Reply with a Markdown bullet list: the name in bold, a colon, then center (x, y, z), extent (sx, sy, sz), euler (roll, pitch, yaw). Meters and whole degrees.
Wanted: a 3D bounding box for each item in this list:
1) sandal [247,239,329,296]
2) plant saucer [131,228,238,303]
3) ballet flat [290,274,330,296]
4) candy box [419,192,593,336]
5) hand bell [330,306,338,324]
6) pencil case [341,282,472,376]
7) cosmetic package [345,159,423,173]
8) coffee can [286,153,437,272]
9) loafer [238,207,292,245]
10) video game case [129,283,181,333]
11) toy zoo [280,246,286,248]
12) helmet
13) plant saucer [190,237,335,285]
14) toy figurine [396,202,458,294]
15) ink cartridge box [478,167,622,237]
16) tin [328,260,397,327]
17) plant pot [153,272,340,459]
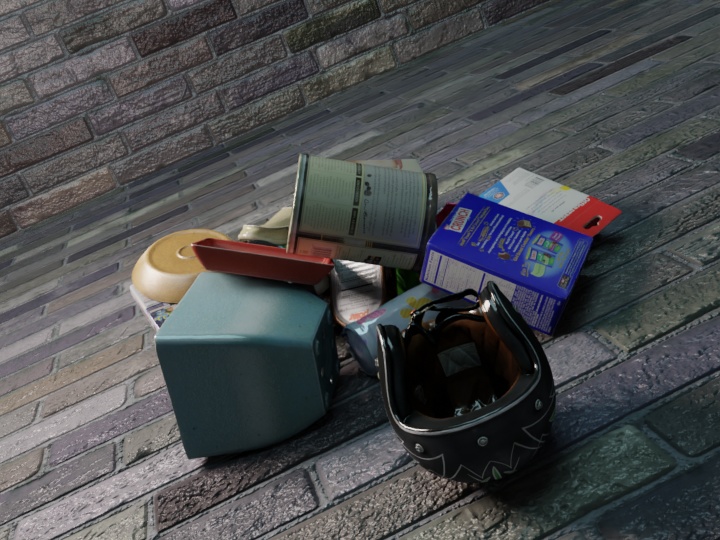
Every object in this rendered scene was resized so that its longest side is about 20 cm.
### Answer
- **sandal**: center (-0.122, 0.008, 1.405), extent (0.048, 0.200, 0.076), euler (-45, 41, 24)
- **plant saucer**: center (-0.281, -0.018, 1.344), extent (0.199, 0.036, 0.201), euler (-1, 34, 1)
- **ballet flat**: center (-0.078, -0.005, 1.339), extent (0.073, 0.073, 0.200), euler (-17, 28, 11)
- **candy box**: center (0.206, -0.015, 1.141), extent (0.199, 0.077, 0.169), euler (24, 39, 15)
- **hand bell**: center (-0.091, 0.079, 1.334), extent (0.199, 0.105, 0.104), euler (-8, 23, 2)
- **pencil case**: center (0.074, 0.073, 1.170), extent (0.199, 0.083, 0.091), euler (-30, -15, -17)
- **cosmetic package**: center (0.007, -0.127, 1.388), extent (0.199, 0.104, 0.088), euler (-3, 50, -20)
- **coffee can**: center (0.000, -0.083, 1.179), extent (0.199, 0.147, 0.146), euler (8, 22, -6)
- **loafer**: center (-0.138, -0.080, 1.463), extent (0.075, 0.069, 0.199), euler (-1, 4, 43)
- **video game case**: center (-0.247, 0.042, 1.305), extent (0.199, 0.023, 0.182), euler (-20, 38, -25)
- **toy zoo**: center (-0.142, -0.016, 1.491), extent (0.021, 0.131, 0.200), euler (-58, -6, 25)
- **helmet**: center (0.114, 0.127, 0.862), extent (0.199, 0.191, 0.200), euler (-18, -17, -6)
- **plant saucer**: center (-0.141, -0.013, 1.196), extent (0.199, 0.037, 0.200), euler (9, 4, -5)
- **toy figurine**: center (0.138, -0.044, 1.345), extent (0.183, 0.151, 0.200), euler (-19, 43, -21)
- **ink cartridge box**: center (0.296, -0.081, 1.284), extent (0.116, 0.067, 0.200), euler (-34, 47, -29)
- **tin**: center (0.000, 0.000, 1.283), extent (0.112, 0.201, 0.042), euler (-16, -20, 35)
- **plant pot**: center (-0.137, 0.124, 1.122), extent (0.199, 0.197, 0.196), euler (-3, 26, 11)
